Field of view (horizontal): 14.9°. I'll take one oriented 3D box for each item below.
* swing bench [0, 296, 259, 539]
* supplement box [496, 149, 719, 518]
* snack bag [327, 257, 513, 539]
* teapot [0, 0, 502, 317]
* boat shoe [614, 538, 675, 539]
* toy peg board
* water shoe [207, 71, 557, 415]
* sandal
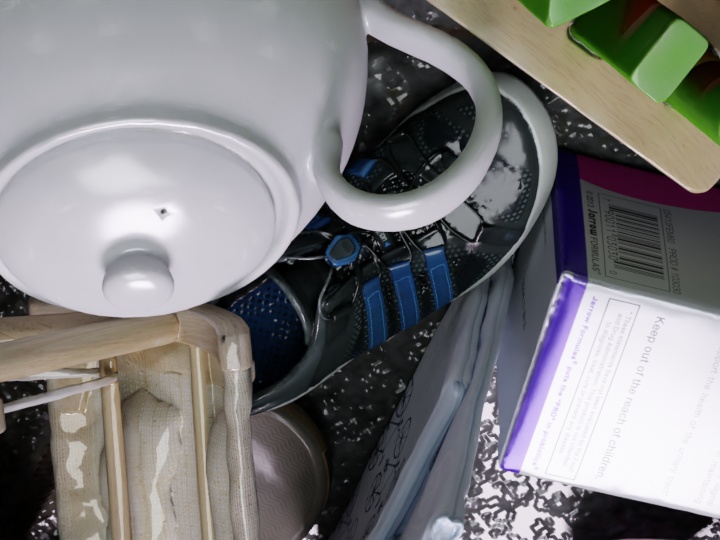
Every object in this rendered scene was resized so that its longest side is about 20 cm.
[{"bbox_3d":[-0.141,0.120,1.072,0.199,0.130,0.200,-7,102,-21],"label":"swing bench"},{"bbox_3d":[0.162,0.036,1.139,0.199,0.101,0.104,12,122,-6],"label":"supplement box"},{"bbox_3d":[0.008,0.112,1.131,0.021,0.200,0.189,25,122,-5],"label":"snack bag"},{"bbox_3d":[-0.081,-0.051,1.035,0.197,0.147,0.200,20,136,-33],"label":"teapot"},{"bbox_3d":[0.159,0.154,1.178,0.074,0.067,0.199,23,161,-40],"label":"boat shoe"},{"bbox_3d":[0.118,-0.150,0.991,0.200,0.098,0.200,34,99,-19],"label":"toy peg board"},{"bbox_3d":[0.000,0.000,1.122,0.200,0.079,0.072,-43,85,24],"label":"water shoe"},{"bbox_3d":[-0.087,0.131,1.231,0.200,0.055,0.082,-39,114,23],"label":"sandal"}]
